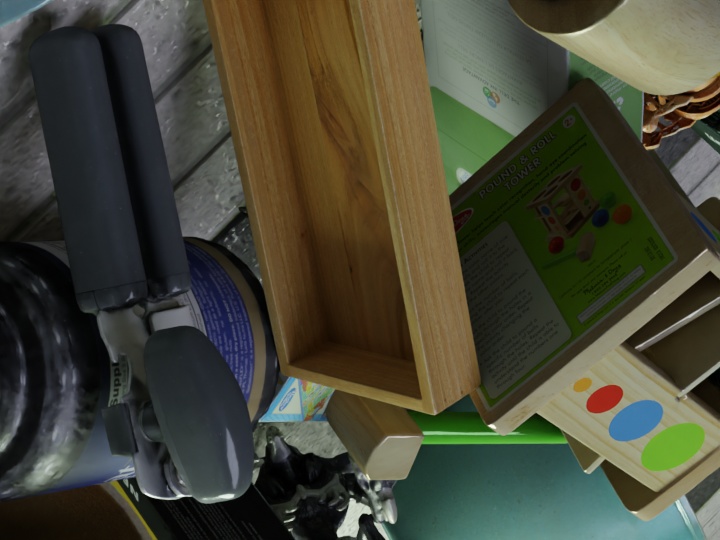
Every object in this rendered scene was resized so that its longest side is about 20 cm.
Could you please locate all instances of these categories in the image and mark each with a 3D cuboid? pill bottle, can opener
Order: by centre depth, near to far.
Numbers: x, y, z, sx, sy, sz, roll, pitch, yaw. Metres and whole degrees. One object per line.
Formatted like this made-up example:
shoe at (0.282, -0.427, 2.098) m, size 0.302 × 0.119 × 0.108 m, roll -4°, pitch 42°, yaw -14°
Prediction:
can opener at (-0.081, -0.004, 0.776) m, size 0.067 × 0.201 × 0.053 m, roll -10°, pitch -178°, yaw 36°
pill bottle at (-0.135, 0.042, 0.842) m, size 0.200 × 0.112 × 0.112 m, roll -4°, pitch 131°, yaw -55°

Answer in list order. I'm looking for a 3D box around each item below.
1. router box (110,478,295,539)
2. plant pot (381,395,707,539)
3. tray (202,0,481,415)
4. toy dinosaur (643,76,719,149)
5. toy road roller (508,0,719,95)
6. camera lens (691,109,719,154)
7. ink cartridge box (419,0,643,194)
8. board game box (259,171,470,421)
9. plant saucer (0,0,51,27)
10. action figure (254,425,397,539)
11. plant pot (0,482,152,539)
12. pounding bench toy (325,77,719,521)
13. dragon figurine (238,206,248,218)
router box at (-0.076, 0.163, 1.003) m, size 0.052 × 0.200 × 0.157 m, roll -28°, pitch 149°, yaw -21°
plant pot at (0.114, 0.163, 1.335) m, size 0.188 × 0.200 × 0.200 m, roll -30°, pitch 154°, yaw 0°
tray at (-0.008, -0.042, 0.829) m, size 0.037 × 0.098 × 0.201 m, roll -28°, pitch 117°, yaw -38°
toy dinosaur at (0.168, -0.129, 1.044) m, size 0.200 × 0.136 × 0.102 m, roll -35°, pitch 153°, yaw -25°
toy road roller at (0.067, -0.157, 0.792) m, size 0.146 × 0.201 × 0.123 m, roll -27°, pitch 150°, yaw 33°
camera lens at (0.295, -0.150, 1.183) m, size 0.200 × 0.160 × 0.160 m, roll -49°, pitch 155°, yaw 4°
ink cartridge box at (0.085, -0.104, 0.947) m, size 0.059 × 0.104 × 0.200 m, roll -34°, pitch 140°, yaw -26°
board game box at (0.019, 0.002, 1.117) m, size 0.200 × 0.034 × 0.134 m, roll -54°, pitch 154°, yaw 14°
plant saucer at (-0.129, -0.168, 0.637) m, size 0.201 × 0.039 × 0.201 m, roll -37°, pitch 153°, yaw -22°
action figure at (-0.025, 0.136, 1.100) m, size 0.118 × 0.200 × 0.102 m, roll -19°, pitch 122°, yaw -15°
plant pot at (-0.209, 0.200, 0.911) m, size 0.186 × 0.187 × 0.200 m, roll -26°, pitch 163°, yaw -38°
pounding bench toy at (0.100, 0.044, 0.918) m, size 0.200 × 0.124 × 0.156 m, roll -41°, pitch 136°, yaw 14°
dragon figurine at (0.000, 0.000, 0.979) m, size 0.059 × 0.099 × 0.200 m, roll -39°, pitch 135°, yaw -13°
